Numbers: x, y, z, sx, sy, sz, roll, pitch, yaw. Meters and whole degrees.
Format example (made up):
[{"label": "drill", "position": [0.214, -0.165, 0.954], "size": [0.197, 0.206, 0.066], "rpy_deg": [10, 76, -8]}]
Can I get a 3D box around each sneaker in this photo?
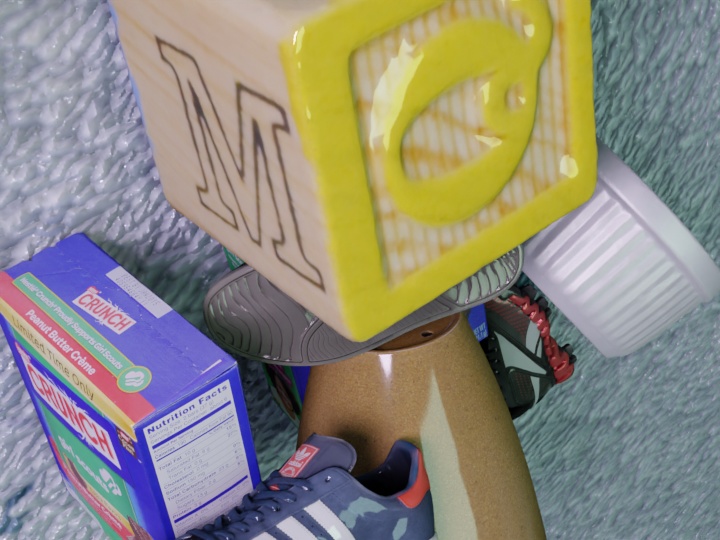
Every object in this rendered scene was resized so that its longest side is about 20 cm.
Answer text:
[{"label": "sneaker", "position": [0.119, 0.065, 1.081], "size": [0.098, 0.071, 0.201], "rpy_deg": [-48, 142, -8]}, {"label": "sneaker", "position": [-0.044, 0.139, 0.728], "size": [0.199, 0.075, 0.085], "rpy_deg": [-4, 97, -35]}, {"label": "sneaker", "position": [0.000, 0.000, 0.810], "size": [0.199, 0.106, 0.075], "rpy_deg": [-13, 108, 0]}]

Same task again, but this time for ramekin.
[{"label": "ramekin", "position": [0.172, -0.026, 0.974], "size": [0.105, 0.200, 0.200], "rpy_deg": [-44, 141, 5]}]

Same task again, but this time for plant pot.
[{"label": "plant pot", "position": [0.031, 0.121, 0.860], "size": [0.186, 0.186, 0.201], "rpy_deg": [-23, 121, -30]}]

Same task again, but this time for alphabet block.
[{"label": "alphabet block", "position": [-0.004, -0.115, 0.715], "size": [0.195, 0.200, 0.197], "rpy_deg": [-31, 132, -23]}]

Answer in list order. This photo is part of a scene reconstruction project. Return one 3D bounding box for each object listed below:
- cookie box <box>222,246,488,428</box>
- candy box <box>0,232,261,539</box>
[{"label": "cookie box", "position": [0.000, 0.006, 0.919], "size": [0.171, 0.075, 0.200], "rpy_deg": [-33, 136, -19]}, {"label": "candy box", "position": [-0.137, 0.101, 0.787], "size": [0.077, 0.169, 0.201], "rpy_deg": [-31, 136, -27]}]
